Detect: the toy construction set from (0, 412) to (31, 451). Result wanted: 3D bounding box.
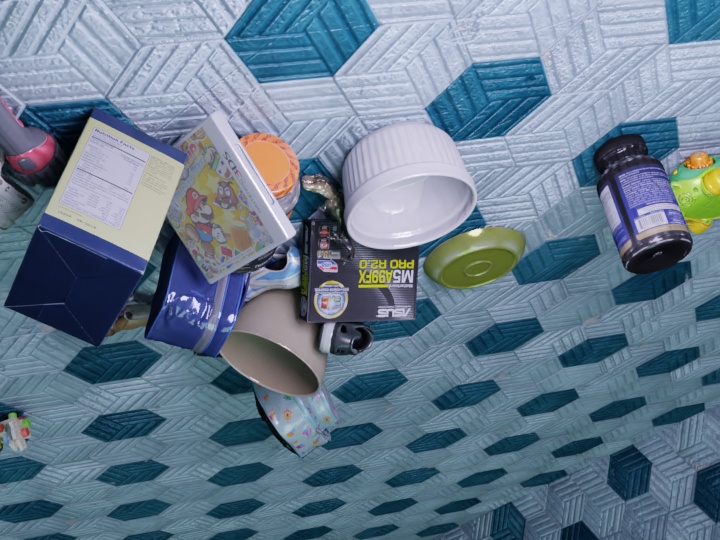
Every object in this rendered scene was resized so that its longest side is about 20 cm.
[{"bbox_3d":[-0.749,0.331,1.917,0.196,0.094,0.131,-7,154,12],"label":"toy construction set"}]

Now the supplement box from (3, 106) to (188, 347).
[{"bbox_3d":[-0.336,-0.053,1.204,0.132,0.203,0.200,26,140,-17],"label":"supplement box"}]

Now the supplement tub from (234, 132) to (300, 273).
[{"bbox_3d":[-0.155,-0.094,1.330,0.120,0.125,0.201,-1,150,-22],"label":"supplement tub"}]

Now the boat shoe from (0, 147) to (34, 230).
[{"bbox_3d":[-0.478,-0.136,1.180,0.069,0.071,0.201,-37,146,-9],"label":"boat shoe"}]

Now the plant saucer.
[{"bbox_3d":[0.215,-0.015,1.750,0.195,0.032,0.201,-10,153,-5],"label":"plant saucer"}]

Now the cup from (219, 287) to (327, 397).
[{"bbox_3d":[-0.134,0.104,1.643,0.197,0.145,0.202,18,150,11],"label":"cup"}]

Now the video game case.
[{"bbox_3d":[-0.193,-0.090,1.248,0.199,0.184,0.023,-25,-170,47],"label":"video game case"}]

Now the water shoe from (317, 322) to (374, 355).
[{"bbox_3d":[-0.013,0.117,1.607,0.077,0.073,0.200,14,-172,13],"label":"water shoe"}]

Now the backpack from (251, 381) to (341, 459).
[{"bbox_3d":[-0.140,0.284,2.001,0.152,0.177,0.200,-34,149,5],"label":"backpack"}]

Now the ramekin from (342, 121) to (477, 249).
[{"bbox_3d":[0.064,-0.127,1.387,0.196,0.107,0.201,-11,152,-6],"label":"ramekin"}]

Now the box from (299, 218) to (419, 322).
[{"bbox_3d":[0.000,0.000,1.545,0.196,0.164,0.044,1,-173,-24],"label":"box"}]

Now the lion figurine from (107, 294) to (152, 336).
[{"bbox_3d":[-0.382,0.074,1.607,0.197,0.074,0.122,5,155,-40],"label":"lion figurine"}]

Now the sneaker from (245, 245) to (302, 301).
[{"bbox_3d":[-0.174,0.007,1.592,0.197,0.072,0.073,-17,113,25],"label":"sneaker"}]

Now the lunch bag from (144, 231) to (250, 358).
[{"bbox_3d":[-0.238,0.022,1.443,0.130,0.203,0.136,19,145,-18],"label":"lunch bag"}]

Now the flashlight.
[{"bbox_3d":[-0.421,-0.180,1.119,0.067,0.069,0.201,24,158,23],"label":"flashlight"}]

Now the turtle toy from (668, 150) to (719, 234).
[{"bbox_3d":[0.591,-0.140,1.602,0.197,0.103,0.146,4,149,-32],"label":"turtle toy"}]

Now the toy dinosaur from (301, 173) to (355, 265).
[{"bbox_3d":[-0.022,-0.065,1.437,0.047,0.089,0.200,-14,137,31],"label":"toy dinosaur"}]

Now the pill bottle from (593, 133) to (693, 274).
[{"bbox_3d":[0.437,-0.107,1.484,0.109,0.204,0.112,-10,154,-5],"label":"pill bottle"}]

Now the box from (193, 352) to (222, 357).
[{"bbox_3d":[-0.197,0.117,1.794,0.197,0.050,0.159,9,148,-36],"label":"box"}]
